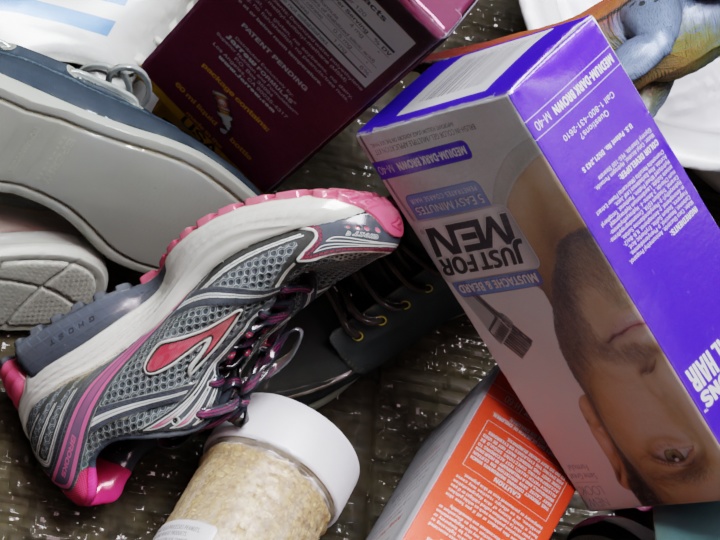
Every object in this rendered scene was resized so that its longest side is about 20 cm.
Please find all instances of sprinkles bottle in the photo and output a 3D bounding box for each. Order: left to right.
[{"bbox_3d":[-0.071,0.147,1.219,0.068,0.068,0.201,32,57,-3],"label":"sprinkles bottle"}]

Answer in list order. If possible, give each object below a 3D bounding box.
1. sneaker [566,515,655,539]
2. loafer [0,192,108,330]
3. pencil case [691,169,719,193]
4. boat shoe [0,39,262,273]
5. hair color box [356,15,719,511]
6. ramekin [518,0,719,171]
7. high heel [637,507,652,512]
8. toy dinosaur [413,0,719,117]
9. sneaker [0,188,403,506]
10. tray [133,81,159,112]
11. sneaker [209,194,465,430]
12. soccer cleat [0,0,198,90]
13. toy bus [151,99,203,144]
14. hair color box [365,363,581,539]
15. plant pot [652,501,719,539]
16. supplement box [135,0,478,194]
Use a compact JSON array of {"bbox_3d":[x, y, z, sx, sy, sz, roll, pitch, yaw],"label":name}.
[{"bbox_3d":[0.130,0.206,1.264,0.087,0.074,0.201,-15,75,-34],"label":"sneaker"},{"bbox_3d":[-0.211,-0.014,1.255,0.199,0.072,0.063,6,45,-26],"label":"loafer"},{"bbox_3d":[0.184,-0.094,1.439,0.200,0.078,0.090,39,89,1],"label":"pencil case"},{"bbox_3d":[-0.122,-0.054,1.248,0.199,0.075,0.062,20,35,-27],"label":"boat shoe"},{"bbox_3d":[0.096,0.002,1.182,0.065,0.109,0.201,-43,107,-31],"label":"hair color box"},{"bbox_3d":[0.170,-0.145,1.353,0.199,0.098,0.202,0,88,1],"label":"ramekin"},{"bbox_3d":[0.097,0.021,1.354,0.200,0.067,0.096,51,46,-7],"label":"high heel"},{"bbox_3d":[0.152,-0.124,1.264,0.199,0.105,0.182,32,71,11],"label":"toy dinosaur"},{"bbox_3d":[-0.061,0.029,1.229,0.080,0.199,0.075,11,49,-60],"label":"sneaker"},{"bbox_3d":[-0.114,-0.144,1.382,0.107,0.022,0.200,35,57,0],"label":"tray"},{"bbox_3d":[0.000,0.000,1.279,0.199,0.106,0.075,-28,77,-11],"label":"sneaker"},{"bbox_3d":[-0.112,-0.121,1.324,0.199,0.070,0.087,-27,86,-26],"label":"soccer cleat"},{"bbox_3d":[-0.020,-0.134,1.382,0.078,0.065,0.201,34,60,-8],"label":"toy bus"},{"bbox_3d":[0.025,0.145,1.239,0.061,0.102,0.200,35,58,-3],"label":"hair color box"},{"bbox_3d":[0.243,0.143,1.236,0.201,0.160,0.201,50,26,-37],"label":"plant pot"},{"bbox_3d":[-0.004,-0.124,1.229,0.086,0.200,0.110,45,60,-4],"label":"supplement box"}]
